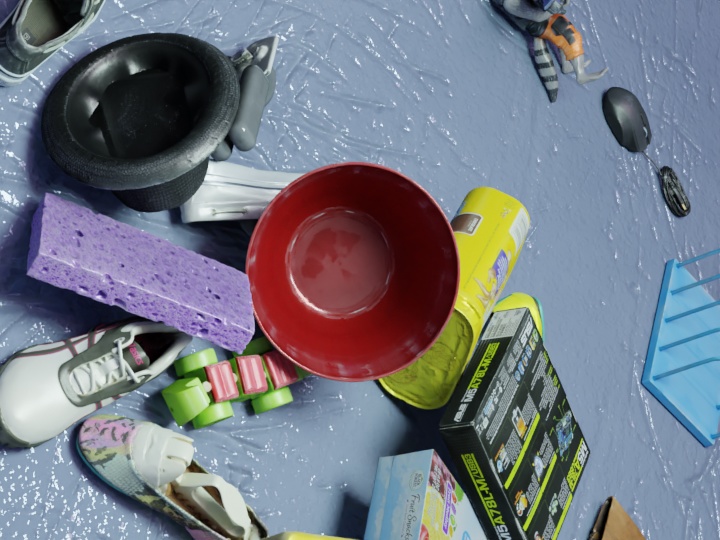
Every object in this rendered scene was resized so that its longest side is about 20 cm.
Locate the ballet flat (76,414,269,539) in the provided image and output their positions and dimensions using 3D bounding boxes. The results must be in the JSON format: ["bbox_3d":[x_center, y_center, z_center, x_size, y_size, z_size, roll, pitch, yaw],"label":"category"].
[{"bbox_3d":[-0.152,0.182,1.497,0.200,0.071,0.069,43,47,-26],"label":"ballet flat"}]

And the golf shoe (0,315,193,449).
[{"bbox_3d":[-0.227,0.082,1.450,0.200,0.088,0.078,-31,98,-48],"label":"golf shoe"}]

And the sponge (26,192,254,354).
[{"bbox_3d":[-0.186,0.003,1.489,0.199,0.030,0.112,23,22,-19],"label":"sponge"}]

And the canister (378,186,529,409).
[{"bbox_3d":[0.098,0.024,1.783,0.086,0.149,0.200,25,43,7],"label":"canister"}]

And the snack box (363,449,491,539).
[{"bbox_3d":[0.072,0.296,1.644,0.200,0.067,0.170,57,33,-41],"label":"snack box"}]

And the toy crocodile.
[{"bbox_3d":[-0.107,0.099,1.589,0.199,0.061,0.068,-12,82,-49],"label":"toy crocodile"}]

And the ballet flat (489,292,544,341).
[{"bbox_3d":[0.174,0.126,1.878,0.067,0.067,0.202,-11,91,-31],"label":"ballet flat"}]

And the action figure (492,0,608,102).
[{"bbox_3d":[0.214,-0.301,2.088,0.194,0.104,0.200,50,19,-12],"label":"action figure"}]

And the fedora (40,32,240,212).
[{"bbox_3d":[-0.190,-0.121,1.558,0.092,0.199,0.201,80,25,-45],"label":"fedora"}]

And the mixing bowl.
[{"bbox_3d":[-0.012,-0.003,1.631,0.198,0.108,0.202,-1,96,-7],"label":"mixing bowl"}]

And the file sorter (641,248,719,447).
[{"bbox_3d":[0.451,0.086,2.152,0.139,0.122,0.201,42,47,-25],"label":"file sorter"}]

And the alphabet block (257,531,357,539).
[{"bbox_3d":[-0.054,0.338,1.435,0.194,0.199,0.198,14,62,-43],"label":"alphabet block"}]

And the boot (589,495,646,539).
[{"bbox_3d":[0.336,0.336,1.982,0.200,0.068,0.189,48,52,-11],"label":"boot"}]

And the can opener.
[{"bbox_3d":[-0.106,-0.161,1.680,0.067,0.053,0.201,58,22,-30],"label":"can opener"}]

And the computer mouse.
[{"bbox_3d":[0.377,-0.155,2.246,0.200,0.034,0.059,52,42,-18],"label":"computer mouse"}]

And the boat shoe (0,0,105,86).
[{"bbox_3d":[-0.266,-0.238,1.560,0.072,0.071,0.201,46,44,-23],"label":"boat shoe"}]

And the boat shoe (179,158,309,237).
[{"bbox_3d":[-0.096,-0.062,1.679,0.199,0.073,0.067,7,83,-35],"label":"boat shoe"}]

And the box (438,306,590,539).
[{"bbox_3d":[0.158,0.171,1.739,0.194,0.047,0.200,66,32,-26],"label":"box"}]

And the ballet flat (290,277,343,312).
[{"bbox_3d":[0.000,0.000,1.746,0.199,0.069,0.070,-22,89,-49],"label":"ballet flat"}]
